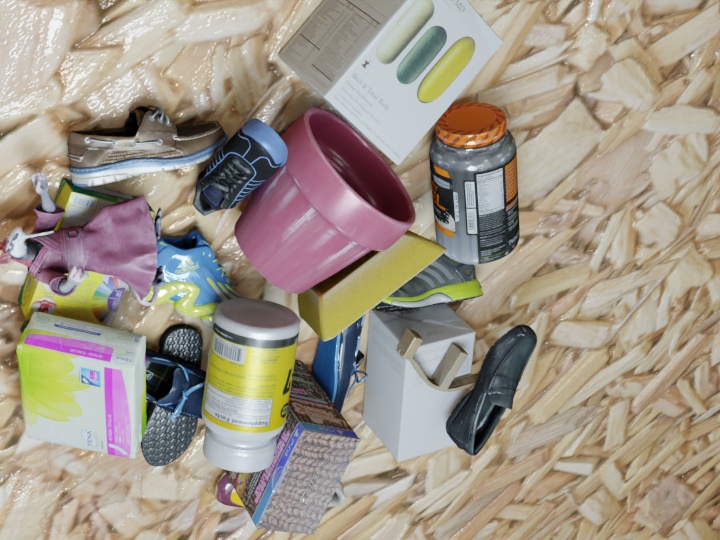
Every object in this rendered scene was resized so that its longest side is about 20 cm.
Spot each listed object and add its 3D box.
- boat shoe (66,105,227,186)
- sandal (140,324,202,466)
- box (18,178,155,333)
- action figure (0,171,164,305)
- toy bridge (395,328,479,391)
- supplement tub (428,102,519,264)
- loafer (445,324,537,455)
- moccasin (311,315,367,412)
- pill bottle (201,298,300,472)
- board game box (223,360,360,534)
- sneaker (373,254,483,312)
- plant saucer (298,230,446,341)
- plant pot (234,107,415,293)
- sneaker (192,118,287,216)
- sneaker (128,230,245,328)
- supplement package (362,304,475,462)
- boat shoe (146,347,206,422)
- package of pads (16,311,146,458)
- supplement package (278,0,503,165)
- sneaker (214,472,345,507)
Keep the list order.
[{"bbox_3d":[-0.253,-0.157,1.423,0.198,0.072,0.073,-19,115,-26],"label":"boat shoe"},{"bbox_3d":[-0.257,0.170,1.635,0.074,0.048,0.203,9,100,-27],"label":"sandal"},{"bbox_3d":[-0.345,-0.004,1.477,0.116,0.048,0.202,14,108,-35],"label":"box"},{"bbox_3d":[-0.333,-0.030,1.400,0.197,0.136,0.149,-4,163,-13],"label":"action figure"},{"bbox_3d":[0.125,0.138,1.686,0.199,0.027,0.068,20,106,-40],"label":"toy bridge"},{"bbox_3d":[0.158,-0.121,1.646,0.121,0.123,0.202,-20,125,-18],"label":"supplement tub"},{"bbox_3d":[0.196,0.171,1.688,0.068,0.070,0.202,20,106,-41],"label":"loafer"},{"bbox_3d":[-0.021,0.127,1.720,0.067,0.080,0.202,-6,121,-32],"label":"moccasin"},{"bbox_3d":[-0.145,0.148,1.530,0.113,0.114,0.203,0,110,-29],"label":"pill bottle"},{"bbox_3d":[-0.110,0.238,1.655,0.096,0.200,0.161,14,111,-35],"label":"board game box"},{"bbox_3d":[0.086,0.013,1.718,0.198,0.074,0.082,-9,88,-34],"label":"sneaker"},{"bbox_3d":[0.000,0.000,1.600,0.199,0.200,0.049,-37,104,-6],"label":"plant saucer"},{"bbox_3d":[-0.057,-0.075,1.519,0.179,0.201,0.199,-43,131,19],"label":"plant pot"},{"bbox_3d":[-0.149,-0.116,1.430,0.070,0.200,0.078,41,67,-7],"label":"sneaker"},{"bbox_3d":[-0.198,0.013,1.552,0.198,0.076,0.106,17,108,-35],"label":"sneaker"},{"bbox_3d":[0.084,0.160,1.771,0.120,0.120,0.202,-12,122,-26],"label":"supplement package"},{"bbox_3d":[-0.259,0.156,1.564,0.198,0.069,0.085,22,94,-26],"label":"boat shoe"},{"bbox_3d":[-0.348,0.147,1.483,0.152,0.069,0.201,11,136,1],"label":"package of pads"},{"bbox_3d":[0.036,-0.273,1.467,0.200,0.151,0.151,-49,129,4],"label":"supplement package"},{"bbox_3d":[-0.117,0.328,1.776,0.198,0.090,0.076,-5,120,-28],"label":"sneaker"}]
